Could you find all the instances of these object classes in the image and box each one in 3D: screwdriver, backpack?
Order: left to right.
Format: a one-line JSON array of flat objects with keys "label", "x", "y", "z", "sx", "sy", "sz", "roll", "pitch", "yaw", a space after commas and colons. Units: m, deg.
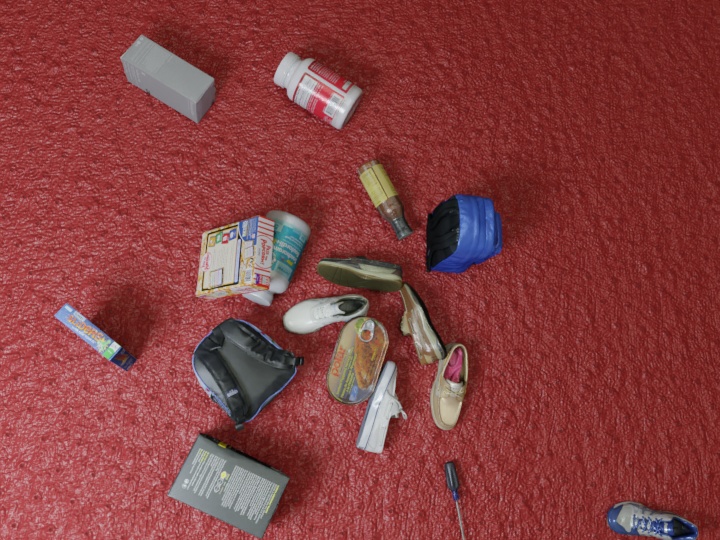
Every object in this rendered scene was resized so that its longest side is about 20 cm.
[{"label": "backpack", "x": -0.253, "y": 0.201, "z": 1.350, "sx": 0.191, "sy": 0.154, "sz": 0.200, "roll": 48, "pitch": 66, "yaw": -5}, {"label": "screwdriver", "x": 0.214, "y": 0.525, "z": 1.424, "sx": 0.028, "sy": 0.029, "sz": 0.200, "roll": -7, "pitch": 81, "yaw": -13}, {"label": "backpack", "x": 0.247, "y": -0.093, "z": 1.497, "sx": 0.168, "sy": 0.200, "sz": 0.163, "roll": -1, "pitch": 75, "yaw": -11}]

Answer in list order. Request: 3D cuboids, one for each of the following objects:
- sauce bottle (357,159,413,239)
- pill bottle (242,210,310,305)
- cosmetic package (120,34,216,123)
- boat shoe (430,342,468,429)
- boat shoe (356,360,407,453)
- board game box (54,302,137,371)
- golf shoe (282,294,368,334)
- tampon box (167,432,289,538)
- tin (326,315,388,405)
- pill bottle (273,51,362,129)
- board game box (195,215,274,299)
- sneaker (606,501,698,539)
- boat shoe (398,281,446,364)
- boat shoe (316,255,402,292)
[{"label": "sauce bottle", "x": 0.062, "y": -0.169, "z": 1.552, "sx": 0.066, "sy": 0.066, "sz": 0.200, "roll": -24, "pitch": 82, "yaw": -16}, {"label": "pill bottle", "x": -0.195, "y": -0.025, "z": 1.440, "sx": 0.111, "sy": 0.111, "sz": 0.200, "roll": 22, "pitch": 73, "yaw": -5}, {"label": "cosmetic package", "x": -0.444, "y": -0.445, "z": 1.504, "sx": 0.200, "sy": 0.107, "sz": 0.090, "roll": 33, "pitch": 72, "yaw": 1}, {"label": "boat shoe", "x": 0.206, "y": 0.260, "z": 1.465, "sx": 0.074, "sy": 0.069, "sz": 0.200, "roll": 9, "pitch": 74, "yaw": -9}, {"label": "boat shoe", "x": 0.062, "y": 0.306, "z": 1.423, "sx": 0.086, "sy": 0.075, "sz": 0.202, "roll": 20, "pitch": 75, "yaw": -5}, {"label": "board game box", "x": -0.524, "y": 0.138, "z": 1.287, "sx": 0.135, "sy": 0.200, "sz": 0.034, "roll": 39, "pitch": 72, "yaw": 0}, {"label": "golf shoe", "x": -0.076, "y": 0.088, "z": 1.442, "sx": 0.200, "sy": 0.097, "sz": 0.078, "roll": -14, "pitch": 80, "yaw": -13}, {"label": "tampon box", "x": -0.260, "y": 0.426, "z": 1.289, "sx": 0.200, "sy": 0.150, "sz": 0.126, "roll": 27, "pitch": 73, "yaw": -3}, {"label": "tin", "x": -0.009, "y": 0.198, "z": 1.429, "sx": 0.112, "sy": 0.042, "sz": 0.200, "roll": 18, "pitch": 90, "yaw": -14}, {"label": "pill bottle", "x": -0.105, "y": -0.441, "z": 1.565, "sx": 0.200, "sy": 0.112, "sz": 0.112, "roll": 32, "pitch": 72, "yaw": -1}, {"label": "board game box", "x": -0.273, "y": -0.024, "z": 1.387, "sx": 0.046, "sy": 0.200, "sz": 0.152, "roll": 18, "pitch": 69, "yaw": -46}, {"label": "sneaker", "x": 0.666, "y": 0.572, "z": 1.464, "sx": 0.200, "sy": 0.088, "sz": 0.075, "roll": 7, "pitch": 76, "yaw": -8}, {"label": "boat shoe", "x": 0.126, "y": 0.124, "z": 1.483, "sx": 0.074, "sy": 0.076, "sz": 0.200, "roll": -29, "pitch": 69, "yaw": 11}, {"label": "boat shoe", "x": 0.001, "y": 0.000, "z": 1.497, "sx": 0.201, "sy": 0.072, "sz": 0.066, "roll": 11, "pitch": 53, "yaw": 2}]
